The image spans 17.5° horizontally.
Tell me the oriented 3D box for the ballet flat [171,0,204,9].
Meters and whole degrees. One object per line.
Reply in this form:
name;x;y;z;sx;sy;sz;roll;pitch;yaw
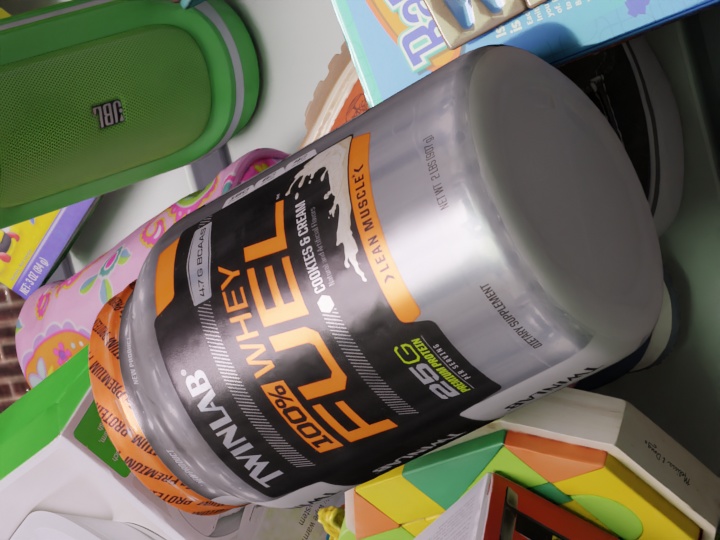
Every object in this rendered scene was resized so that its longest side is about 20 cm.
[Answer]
ballet flat;-0.059;-0.150;0.977;0.064;0.067;0.200;58;174;-9

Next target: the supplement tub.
supplement tub;0.001;0.011;0.865;0.199;0.122;0.123;-29;85;31

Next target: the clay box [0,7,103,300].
clay box;-0.215;-0.087;1.159;0.199;0.048;0.115;35;128;-3

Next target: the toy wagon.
toy wagon;0.056;0.104;0.974;0.155;0.040;0.199;39;140;-27

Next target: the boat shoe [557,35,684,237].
boat shoe;0.070;-0.101;0.933;0.068;0.056;0.201;-16;94;45

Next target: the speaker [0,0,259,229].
speaker;-0.138;-0.071;1.040;0.088;0.199;0.089;18;118;38

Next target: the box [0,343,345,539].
box;-0.102;0.133;1.111;0.176;0.097;0.200;42;138;-13

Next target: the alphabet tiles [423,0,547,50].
alphabet tiles;0.078;-0.198;0.823;0.199;0.008;0.168;-27;91;18

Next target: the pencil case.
pencil case;-0.082;0.011;1.107;0.200;0.087;0.088;-31;84;45

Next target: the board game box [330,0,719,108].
board game box;0.073;-0.156;0.865;0.199;0.045;0.153;-19;92;21

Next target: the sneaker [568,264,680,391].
sneaker;0.039;0.038;0.995;0.200;0.082;0.071;-30;76;45

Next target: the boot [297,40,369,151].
boot;0.000;0.000;0.971;0.107;0.075;0.201;45;115;54

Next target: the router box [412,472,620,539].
router box;0.072;0.187;0.979;0.179;0.049;0.200;28;135;-14
